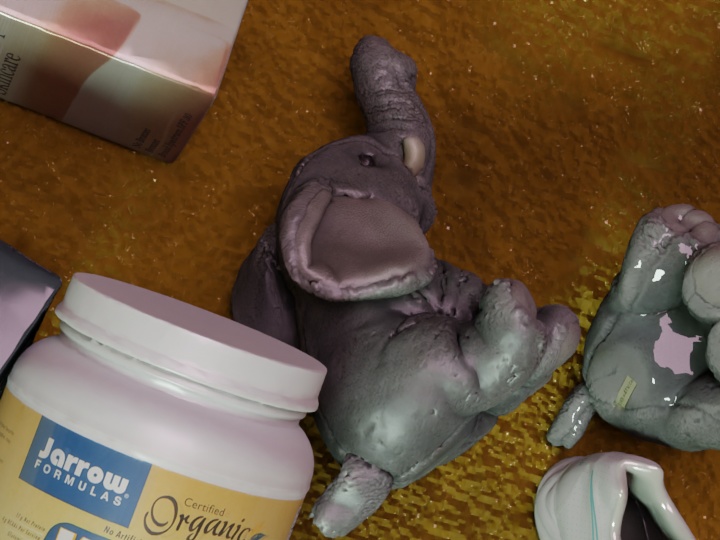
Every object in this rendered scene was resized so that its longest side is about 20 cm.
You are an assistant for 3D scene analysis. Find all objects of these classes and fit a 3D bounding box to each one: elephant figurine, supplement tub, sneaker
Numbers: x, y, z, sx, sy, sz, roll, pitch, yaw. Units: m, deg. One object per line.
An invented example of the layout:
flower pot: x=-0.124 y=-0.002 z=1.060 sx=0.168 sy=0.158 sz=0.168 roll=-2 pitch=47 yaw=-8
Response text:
elephant figurine: x=0.000 y=0.000 z=1.051 sx=0.200 sy=0.142 sz=0.155 roll=51 pitch=24 yaw=10
supplement tub: x=-0.106 y=0.115 z=0.938 sx=0.145 sy=0.145 sz=0.200 roll=20 pitch=93 yaw=-11
sneaker: x=0.153 y=0.185 z=1.069 sx=0.070 sy=0.080 sz=0.200 roll=-22 pitch=83 yaw=-24
elephant figurine: x=0.222 y=0.026 z=1.117 sx=0.200 sy=0.155 sz=0.142 roll=-16 pitch=116 yaw=-46

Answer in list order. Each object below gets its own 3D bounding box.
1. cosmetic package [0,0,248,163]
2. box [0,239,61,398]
cosmetic package: x=-0.163 y=-0.140 z=1.049 sx=0.200 sy=0.103 sz=0.087 roll=21 pitch=68 yaw=-10
box: x=-0.226 y=0.082 z=0.943 sx=0.079 sy=0.141 sz=0.200 roll=34 pitch=67 yaw=-6
